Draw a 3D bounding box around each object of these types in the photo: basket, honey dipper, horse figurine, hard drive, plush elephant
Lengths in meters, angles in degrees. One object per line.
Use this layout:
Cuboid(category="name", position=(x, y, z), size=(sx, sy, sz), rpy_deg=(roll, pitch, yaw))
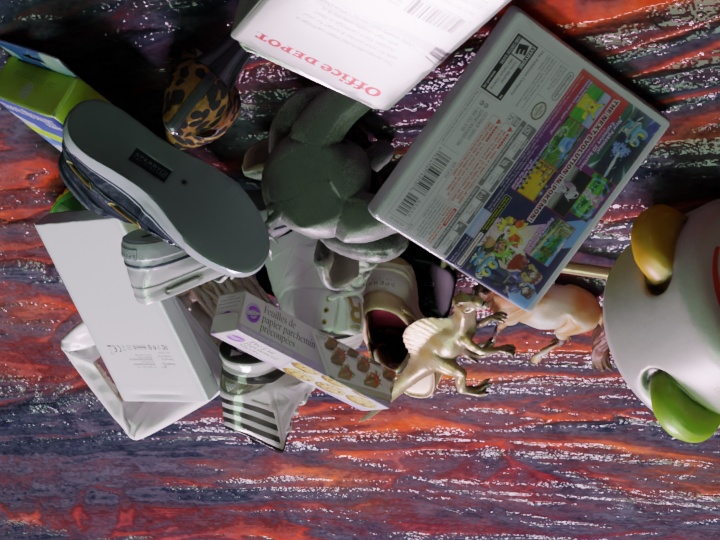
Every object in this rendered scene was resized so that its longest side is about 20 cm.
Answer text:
Cuboid(category="basket", position=(-0.188, 0.064, 1.810), size=(0.136, 0.123, 0.200), rpy_deg=(53, 141, -6))
Cuboid(category="honey dipper", position=(0.175, -0.008, 1.691), size=(0.198, 0.038, 0.038), rpy_deg=(7, 151, 0))
Cuboid(category="horse figurine", position=(0.174, 0.047, 1.749), size=(0.198, 0.050, 0.133), rpy_deg=(12, 148, -20))
Cuboid(category="hard drive", position=(-0.222, 0.034, 1.698), size=(0.131, 0.027, 0.201), rpy_deg=(-3, 120, 44))
Cuboid(category="plush elephant", position=(-0.025, -0.074, 1.546), size=(0.199, 0.155, 0.166), rpy_deg=(-32, 93, 9))

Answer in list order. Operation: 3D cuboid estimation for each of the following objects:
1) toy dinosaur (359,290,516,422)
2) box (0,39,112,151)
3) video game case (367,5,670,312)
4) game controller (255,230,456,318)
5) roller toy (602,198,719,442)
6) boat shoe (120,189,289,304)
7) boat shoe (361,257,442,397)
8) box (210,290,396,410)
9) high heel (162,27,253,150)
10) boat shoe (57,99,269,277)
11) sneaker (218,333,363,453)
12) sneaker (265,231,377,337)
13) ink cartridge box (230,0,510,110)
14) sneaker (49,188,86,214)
Cuboid(category="toy dinosaur", position=(0.081, 0.079, 1.708), size=(0.100, 0.059, 0.200), rpy_deg=(20, 131, -22))
Cuboid(category="box", position=(-0.237, -0.123, 1.580), size=(0.121, 0.048, 0.200), rpy_deg=(21, 166, 48))
Cuboid(category="video game case", position=(0.130, -0.086, 1.453), size=(0.181, 0.023, 0.201), rpy_deg=(30, 101, -30))
Cuboid(category="game controller", position=(-0.005, 0.005, 1.766), size=(0.198, 0.042, 0.105), rpy_deg=(10, 150, 1))
Cuboid(category="roller toy", position=(0.317, 0.034, 1.563), size=(0.181, 0.202, 0.139), rpy_deg=(-12, 168, -38))
Cuboid(category="boat shoe", position=(-0.133, -0.023, 1.638), size=(0.073, 0.199, 0.067), rpy_deg=(24, 124, 50))
Cuboid(category="boat shoe", position=(0.034, 0.071, 1.754), size=(0.073, 0.070, 0.201), rpy_deg=(-2, 140, 18))
Cuboid(category="box", position=(-0.049, 0.076, 1.637), size=(0.041, 0.039, 0.199), rpy_deg=(-11, 149, 44))
Cuboid(category="high heel", position=(-0.151, -0.125, 1.483), size=(0.071, 0.143, 0.200), rpy_deg=(38, 142, -4))
Cuboid(category="boat shoe", position=(-0.163, -0.058, 1.475), size=(0.200, 0.071, 0.091), rpy_deg=(39, 155, 1))
Cuboid(category="sneaker", position=(-0.072, 0.108, 1.752), size=(0.075, 0.200, 0.117), rpy_deg=(21, 114, 33))
Cuboid(category="sneaker", position=(0.000, 0.000, 1.653), size=(0.199, 0.117, 0.073), rpy_deg=(-28, 157, 35))
Cuboid(category="ink cartridge box", position=(0.013, -0.220, 1.329), size=(0.145, 0.085, 0.200), rpy_deg=(23, 149, -21))
Cuboid(category="sneaker", position=(-0.235, -0.044, 1.721), size=(0.199, 0.084, 0.074), rpy_deg=(-14, 142, 39))
